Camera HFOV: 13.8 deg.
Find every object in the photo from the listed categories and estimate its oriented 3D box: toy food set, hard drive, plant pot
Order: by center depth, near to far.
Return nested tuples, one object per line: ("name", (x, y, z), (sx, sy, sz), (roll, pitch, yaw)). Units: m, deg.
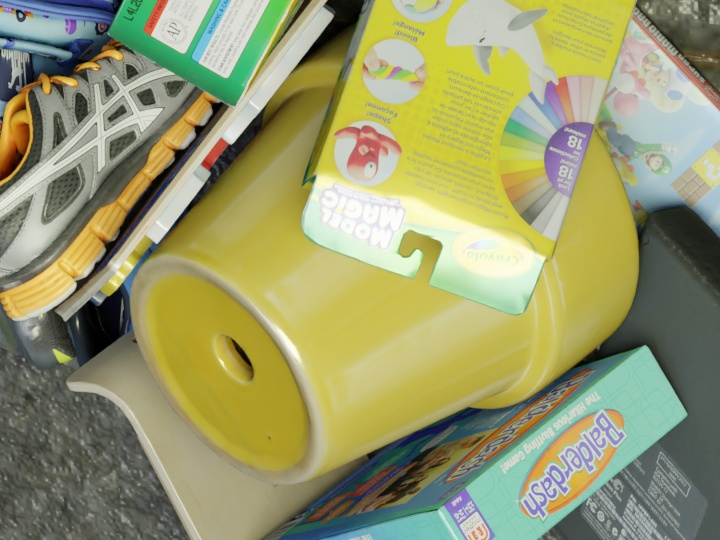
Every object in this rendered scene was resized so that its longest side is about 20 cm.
("plant pot", (0.000, 0.000, 1.436), (0.201, 0.189, 0.201), (32, 142, 30))
("hard drive", (0.161, 0.088, 1.471), (0.140, 0.033, 0.200), (52, 140, 38))
("toy food set", (-0.066, 0.113, 1.579), (0.060, 0.144, 0.200), (-20, 101, 40))

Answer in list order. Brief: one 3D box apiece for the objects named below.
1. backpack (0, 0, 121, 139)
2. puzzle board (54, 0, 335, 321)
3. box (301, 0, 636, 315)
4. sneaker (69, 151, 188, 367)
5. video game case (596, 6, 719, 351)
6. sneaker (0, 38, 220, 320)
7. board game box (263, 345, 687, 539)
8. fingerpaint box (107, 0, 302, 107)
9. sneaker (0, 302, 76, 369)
("backpack", (-0.206, -0.110, 1.493), (0.135, 0.183, 0.200), (-25, 65, 36))
("puzzle board", (-0.072, -0.063, 1.448), (0.017, 0.200, 0.151), (38, 163, -7))
("box", (0.052, -0.088, 1.345), (0.117, 0.048, 0.200), (20, 80, -7))
("sneaker", (-0.133, -0.038, 1.589), (0.066, 0.078, 0.200), (6, 112, 25))
("video game case", (0.105, -0.071, 1.496), (0.200, 0.017, 0.143), (47, 122, 1))
("sneaker", (-0.129, -0.072, 1.437), (0.077, 0.200, 0.078), (42, 150, -16))
("board game box", (0.047, 0.109, 1.477), (0.045, 0.152, 0.200), (58, 148, -6))
("fingerpaint box", (-0.023, -0.201, 1.339), (0.073, 0.167, 0.200), (30, 128, -2))
("sneaker", (-0.219, 0.017, 1.598), (0.200, 0.081, 0.074), (22, 135, 56))
